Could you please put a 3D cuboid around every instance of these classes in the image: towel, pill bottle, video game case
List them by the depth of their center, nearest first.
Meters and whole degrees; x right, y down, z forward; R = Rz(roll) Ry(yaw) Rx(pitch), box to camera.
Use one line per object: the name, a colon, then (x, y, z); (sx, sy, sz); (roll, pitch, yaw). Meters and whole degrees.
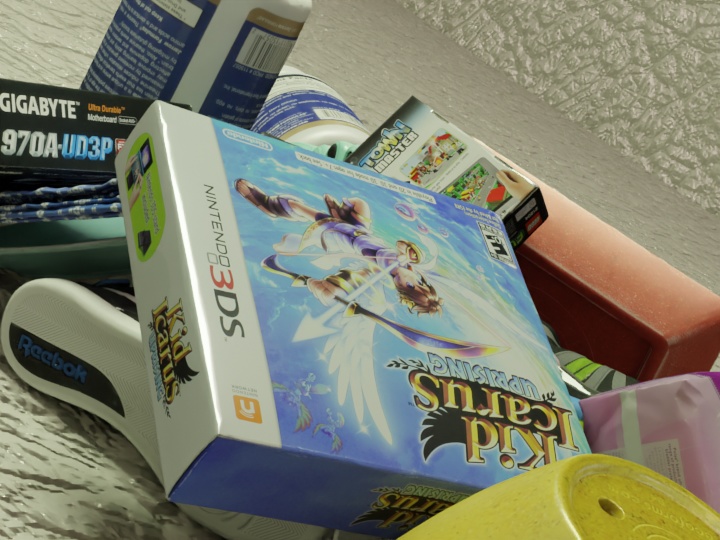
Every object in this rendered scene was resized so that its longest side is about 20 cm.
video game case: (0.000, 0.028, 0.668); (0.199, 0.046, 0.182); (15, 42, -32)
towel: (-0.159, -0.040, 0.830); (0.198, 0.024, 0.145); (-2, 4, 21)
pill bottle: (-0.122, -0.112, 0.997); (0.110, 0.201, 0.111); (27, 14, -8)
pill bottle: (-0.049, -0.091, 1.240); (0.115, 0.116, 0.200); (23, 16, -25)

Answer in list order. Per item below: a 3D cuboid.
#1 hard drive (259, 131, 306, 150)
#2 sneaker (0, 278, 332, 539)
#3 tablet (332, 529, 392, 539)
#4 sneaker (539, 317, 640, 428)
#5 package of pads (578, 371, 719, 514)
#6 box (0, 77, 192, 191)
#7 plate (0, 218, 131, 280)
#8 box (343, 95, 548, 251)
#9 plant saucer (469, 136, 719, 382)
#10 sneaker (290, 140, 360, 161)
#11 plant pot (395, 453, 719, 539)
hard drive: (0.005, 0.032, 0.742); (0.139, 0.038, 0.201); (22, 37, -25)
sneaker: (-0.073, 0.060, 0.772); (0.199, 0.073, 0.112); (34, 16, 20)
tablet: (0.074, 0.165, 0.708); (0.199, 0.014, 0.131); (27, 46, -12)
sneaker: (0.111, 0.077, 0.825); (0.082, 0.071, 0.200); (18, 17, -41)
package of pads: (0.170, 0.146, 0.689); (0.120, 0.202, 0.075); (2, -14, -42)
box: (-0.205, -0.068, 0.842); (0.158, 0.047, 0.200); (-3, 1, 25)
plate: (-0.126, -0.018, 0.869); (0.198, 0.026, 0.200); (-5, 8, 1)
box: (0.000, 0.000, 0.884); (0.110, 0.200, 0.035); (40, -12, 34)
plant saucer: (0.103, 0.051, 0.950); (0.199, 0.201, 0.037); (35, 39, 20)
sneaker: (0.022, -0.033, 1.055); (0.139, 0.078, 0.200); (22, 5, -23)
plant pot: (0.076, 0.153, 0.563); (0.199, 0.143, 0.200); (26, 23, -12)
